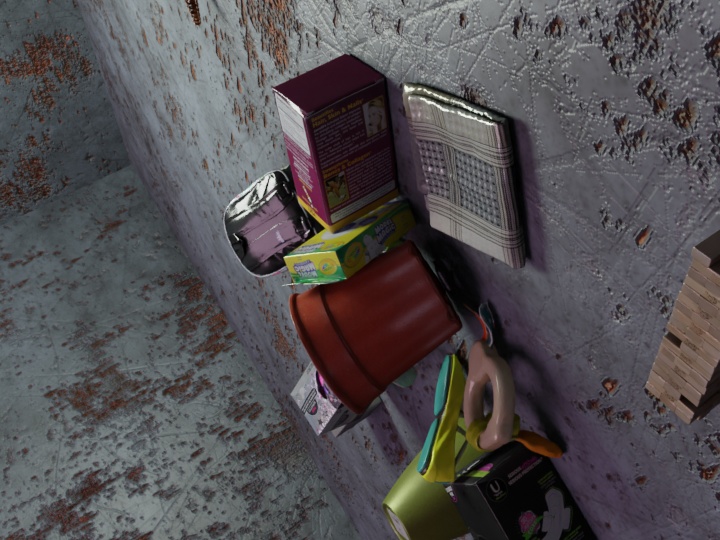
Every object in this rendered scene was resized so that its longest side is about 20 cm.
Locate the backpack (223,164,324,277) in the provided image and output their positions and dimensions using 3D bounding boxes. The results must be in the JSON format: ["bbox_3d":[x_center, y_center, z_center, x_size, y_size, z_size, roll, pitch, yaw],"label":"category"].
[{"bbox_3d":[-0.152,-0.088,1.398,0.198,0.150,0.180,-30,90,27],"label":"backpack"}]

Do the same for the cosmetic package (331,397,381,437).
[{"bbox_3d":[-0.027,0.329,1.797,0.091,0.106,0.200,57,159,10],"label":"cosmetic package"}]

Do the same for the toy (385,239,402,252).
[{"bbox_3d":[-0.002,-0.089,1.232,0.200,0.047,0.116,47,156,36],"label":"toy"}]

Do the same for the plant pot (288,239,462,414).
[{"bbox_3d":[0.030,0.069,1.077,0.202,0.194,0.201,56,-172,-12],"label":"plant pot"}]

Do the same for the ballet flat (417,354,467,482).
[{"bbox_3d":[0.142,0.234,1.162,0.066,0.203,0.067,19,153,-3],"label":"ballet flat"}]

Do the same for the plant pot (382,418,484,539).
[{"bbox_3d":[0.141,0.383,1.283,0.188,0.198,0.188,51,159,28],"label":"plant pot"}]

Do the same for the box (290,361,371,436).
[{"bbox_3d":[-0.031,0.217,1.492,0.115,0.131,0.201,50,128,25],"label":"box"}]

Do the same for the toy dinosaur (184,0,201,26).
[{"bbox_3d":[-0.338,-0.575,1.406,0.201,0.102,0.136,51,-173,-11],"label":"toy dinosaur"}]

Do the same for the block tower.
[{"bbox_3d":[0.298,0.053,0.634,0.058,0.054,0.202,45,156,37],"label":"block tower"}]

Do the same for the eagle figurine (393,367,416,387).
[{"bbox_3d":[0.040,0.113,1.301,0.153,0.151,0.199,53,152,-9],"label":"eagle figurine"}]

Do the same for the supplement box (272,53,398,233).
[{"bbox_3d":[-0.032,-0.178,1.058,0.103,0.130,0.202,44,154,41],"label":"supplement box"}]

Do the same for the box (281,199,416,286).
[{"bbox_3d":[-0.022,-0.037,1.080,0.116,0.200,0.049,-5,117,44],"label":"box"}]

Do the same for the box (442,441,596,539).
[{"bbox_3d":[0.242,0.377,1.127,0.202,0.123,0.149,60,160,6],"label":"box"}]

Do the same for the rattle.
[{"bbox_3d":[0.214,0.148,1.037,0.131,0.140,0.203,89,-177,-64],"label":"rattle"}]

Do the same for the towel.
[{"bbox_3d":[0.118,-0.116,0.900,0.200,0.034,0.195,39,151,51],"label":"towel"}]
